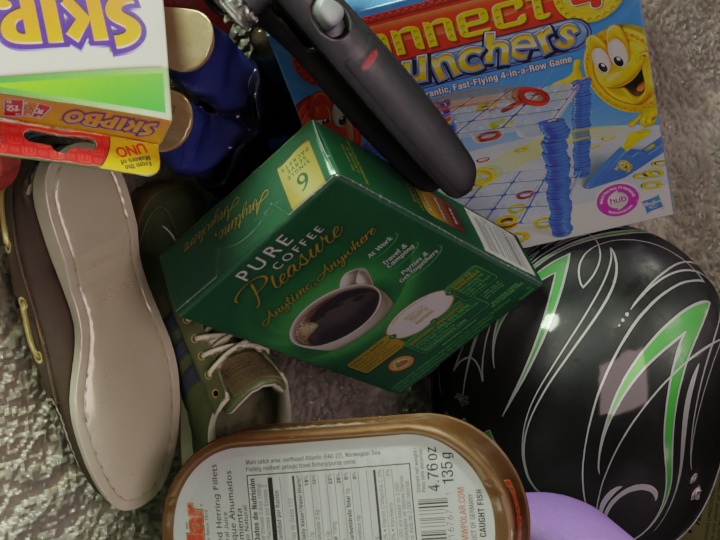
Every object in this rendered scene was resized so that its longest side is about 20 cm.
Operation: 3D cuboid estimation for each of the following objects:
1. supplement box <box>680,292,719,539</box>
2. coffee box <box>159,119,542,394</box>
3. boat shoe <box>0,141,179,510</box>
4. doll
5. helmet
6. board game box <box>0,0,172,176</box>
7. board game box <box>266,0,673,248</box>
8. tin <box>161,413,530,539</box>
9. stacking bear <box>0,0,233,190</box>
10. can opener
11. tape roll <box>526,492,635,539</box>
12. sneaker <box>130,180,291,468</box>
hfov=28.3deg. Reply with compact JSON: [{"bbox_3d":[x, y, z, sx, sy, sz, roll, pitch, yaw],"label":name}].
[{"bbox_3d":[0.326,0.129,1.036,0.133,0.199,0.203,11,88,-35],"label":"supplement box"},{"bbox_3d":[0.000,0.000,0.789,0.123,0.044,0.199,-39,143,23],"label":"coffee box"},{"bbox_3d":[-0.151,0.031,0.779,0.071,0.059,0.203,-24,109,-44],"label":"boat shoe"},{"bbox_3d":[-0.070,-0.072,0.778,0.200,0.048,0.138,27,78,-71],"label":"doll"},{"bbox_3d":[0.142,0.066,0.912,0.198,0.199,0.194,2,100,-35],"label":"helmet"},{"bbox_3d":[-0.140,-0.138,0.664,0.094,0.030,0.203,6,61,-25],"label":"board game box"},{"bbox_3d":[0.067,-0.097,0.811,0.056,0.197,0.197,-93,166,-44],"label":"board game box"},{"bbox_3d":[-0.012,0.134,0.741,0.042,0.197,0.114,15,69,-69],"label":"tin"},{"bbox_3d":[-0.146,-0.128,0.743,0.199,0.120,0.115,-28,115,-39],"label":"stacking bear"},{"bbox_3d":[-0.007,-0.108,0.702,0.079,0.063,0.200,-44,113,-7],"label":"can opener"},{"bbox_3d":[0.096,0.232,0.814,0.197,0.066,0.203,-7,110,-21],"label":"tape roll"},{"bbox_3d":[-0.075,0.048,0.814,0.066,0.089,0.203,-19,105,-31],"label":"sneaker"}]
